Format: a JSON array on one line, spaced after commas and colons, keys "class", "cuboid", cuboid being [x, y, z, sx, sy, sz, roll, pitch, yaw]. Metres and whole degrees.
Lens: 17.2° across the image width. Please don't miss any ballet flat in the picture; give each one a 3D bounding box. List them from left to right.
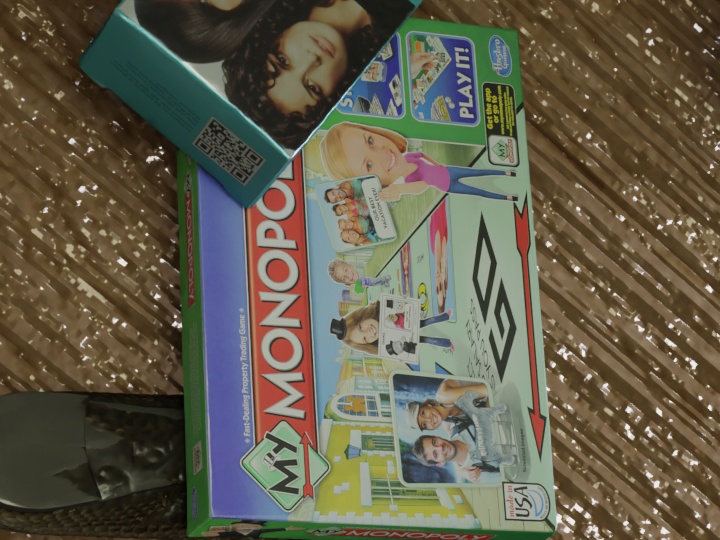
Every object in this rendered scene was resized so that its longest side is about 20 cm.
[{"class": "ballet flat", "cuboid": [-0.057, 0.076, 0.871, 0.199, 0.046, 0.068, 4, 67, -26]}]

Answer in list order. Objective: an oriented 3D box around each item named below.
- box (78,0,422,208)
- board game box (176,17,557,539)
[{"class": "box", "cuboid": [-0.009, -0.124, 0.877, 0.082, 0.049, 0.200, 40, 61, -4]}, {"class": "board game box", "cuboid": [0.000, 0.000, 0.879, 0.134, 0.029, 0.201, 5, 69, -22]}]
